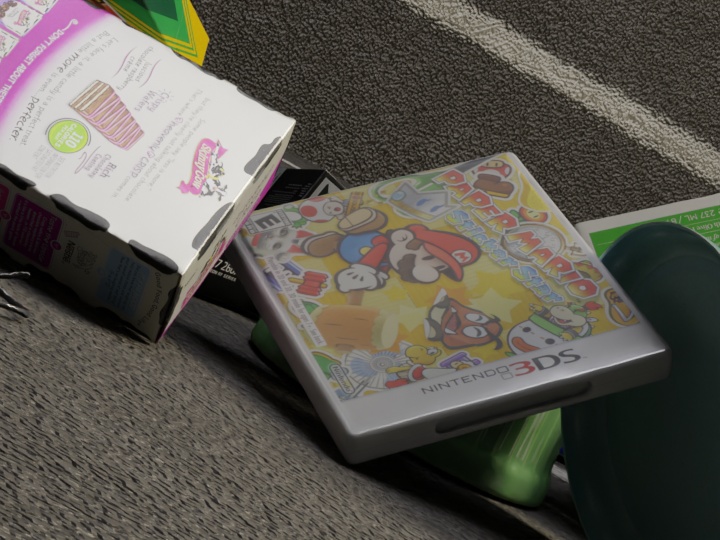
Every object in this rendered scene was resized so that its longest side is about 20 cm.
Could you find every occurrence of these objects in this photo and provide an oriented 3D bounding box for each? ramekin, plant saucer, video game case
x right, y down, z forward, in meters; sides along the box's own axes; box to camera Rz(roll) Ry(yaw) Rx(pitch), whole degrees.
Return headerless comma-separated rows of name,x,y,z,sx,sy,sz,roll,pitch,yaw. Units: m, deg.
ramekin,0.044,0.046,1.343,0.199,0.098,0.200,30,5,-3
plant saucer,0.165,0.075,1.191,0.027,0.202,0.200,-1,18,-25
video game case,0.041,0.013,1.214,0.181,0.023,0.200,-14,38,-17

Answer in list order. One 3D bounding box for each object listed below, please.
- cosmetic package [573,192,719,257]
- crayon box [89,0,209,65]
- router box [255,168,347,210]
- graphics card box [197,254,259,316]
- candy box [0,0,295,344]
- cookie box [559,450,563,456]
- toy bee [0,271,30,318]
cosmetic package,0.199,0.066,1.353,0.085,0.107,0.201,95,-21,-60
crayon box,-0.233,-0.200,1.680,0.199,0.059,0.173,3,-31,18
router box,0.000,0.000,1.532,0.157,0.052,0.200,41,-5,-10
graphics card box,-0.142,-0.038,1.404,0.125,0.051,0.200,33,5,36
candy box,-0.152,-0.069,1.174,0.199,0.061,0.137,30,47,5
cookie box,0.115,0.068,1.690,0.170,0.076,0.200,28,5,-18
toy bee,-0.218,-0.079,1.017,0.199,0.109,0.131,28,3,-24
